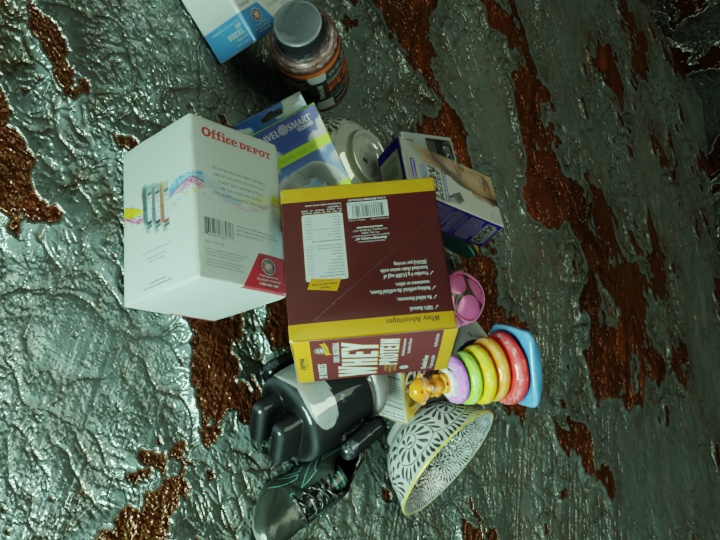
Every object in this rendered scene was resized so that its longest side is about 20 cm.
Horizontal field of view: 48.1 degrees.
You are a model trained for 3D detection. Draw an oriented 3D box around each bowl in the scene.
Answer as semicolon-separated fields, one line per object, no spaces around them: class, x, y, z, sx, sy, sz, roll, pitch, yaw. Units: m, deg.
bowl;-0.017;-0.168;1.298;0.199;0.093;0.204;23;59;-45
bowl;0.103;0.262;1.232;0.094;0.203;0.199;40;27;27

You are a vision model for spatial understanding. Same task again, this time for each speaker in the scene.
speaker;0.164;0.111;1.344;0.082;0.081;0.200;55;3;-20

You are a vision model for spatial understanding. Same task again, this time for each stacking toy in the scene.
stacking toy;0.154;0.155;1.165;0.197;0.109;0.118;-11;99;-25

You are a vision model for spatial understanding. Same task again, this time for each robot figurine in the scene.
robot figurine;-0.052;0.174;1.074;0.198;0.124;0.152;-27;93;-37

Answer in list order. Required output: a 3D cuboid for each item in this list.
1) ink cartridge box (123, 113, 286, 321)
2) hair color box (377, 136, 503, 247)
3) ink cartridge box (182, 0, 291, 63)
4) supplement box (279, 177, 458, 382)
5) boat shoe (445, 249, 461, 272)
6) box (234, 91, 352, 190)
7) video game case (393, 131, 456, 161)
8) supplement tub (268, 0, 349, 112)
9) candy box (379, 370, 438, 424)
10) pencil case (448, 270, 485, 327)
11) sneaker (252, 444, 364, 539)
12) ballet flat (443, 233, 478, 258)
ink cartridge box;-0.192;-0.059;0.989;0.144;0.143;0.204;15;64;-48
hair color box;0.127;-0.123;1.280;0.198;0.065;0.111;19;46;-32
ink cartridge box;-0.198;-0.432;1.184;0.202;0.083;0.145;58;40;-18
supplement box;0.006;0.013;0.999;0.133;0.193;0.203;90;-6;-64
boat shoe;0.152;0.015;1.408;0.056;0.068;0.201;11;25;-6
box;-0.089;-0.149;1.192;0.121;0.048;0.202;-29;102;-14
video game case;0.145;-0.164;1.560;0.180;0.023;0.204;-5;79;-52
supplement tub;-0.077;-0.320;1.205;0.200;0.105;0.109;60;20;-78
candy box;0.066;0.101;1.157;0.116;0.056;0.203;-40;133;-45
pencil case;0.096;0.065;1.263;0.090;0.199;0.095;32;57;-26
sneaker;-0.067;0.287;1.063;0.200;0.078;0.076;-43;109;-49
ballet flat;0.126;-0.094;1.339;0.198;0.068;0.064;32;69;-21
